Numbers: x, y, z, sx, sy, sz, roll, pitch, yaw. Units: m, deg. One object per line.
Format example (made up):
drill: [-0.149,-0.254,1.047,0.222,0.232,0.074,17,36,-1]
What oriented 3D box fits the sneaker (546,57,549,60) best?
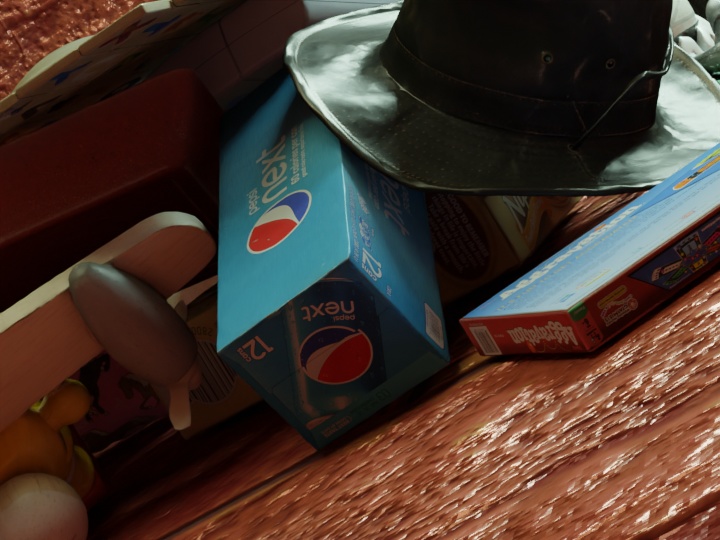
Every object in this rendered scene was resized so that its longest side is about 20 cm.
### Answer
sneaker: [0.089,-0.115,1.110,0.076,0.081,0.200,-27,34,-17]

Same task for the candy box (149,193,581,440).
candy box: [0.000,0.000,1.069,0.200,0.055,0.115,-28,8,28]

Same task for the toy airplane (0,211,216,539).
toy airplane: [-0.164,0.066,0.960,0.199,0.141,0.200,-13,-35,-40]

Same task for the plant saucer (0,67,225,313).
plant saucer: [-0.141,-0.010,1.064,0.199,0.037,0.200,-24,-17,4]

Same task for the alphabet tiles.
alphabet tiles: [-0.100,-0.095,1.005,0.166,0.006,0.200,-32,0,18]

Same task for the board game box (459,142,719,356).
board game box: [0.136,-0.029,0.839,0.200,0.019,0.103,-34,9,-17]

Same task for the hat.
hat: [0.071,-0.103,0.941,0.201,0.200,0.081,-40,-32,-51]

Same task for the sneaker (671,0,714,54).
sneaker: [0.114,-0.102,1.203,0.075,0.081,0.200,-21,14,49]

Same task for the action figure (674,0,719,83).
action figure: [0.210,-0.117,1.015,0.118,0.055,0.200,-35,11,-27]

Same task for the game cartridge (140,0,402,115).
game cartridge: [-0.053,-0.075,1.095,0.133,0.042,0.200,-10,-21,-46]

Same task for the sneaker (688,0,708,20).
sneaker: [0.257,-0.198,1.282,0.200,0.073,0.085,-28,10,35]

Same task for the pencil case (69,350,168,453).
pencil case: [-0.181,0.082,1.174,0.200,0.083,0.087,-32,20,-11]

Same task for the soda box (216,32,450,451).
soda box: [-0.015,-0.018,0.938,0.068,0.064,0.200,-36,26,17]

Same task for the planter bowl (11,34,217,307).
planter bowl: [-0.143,-0.018,1.294,0.200,0.200,0.135,-27,17,29]
